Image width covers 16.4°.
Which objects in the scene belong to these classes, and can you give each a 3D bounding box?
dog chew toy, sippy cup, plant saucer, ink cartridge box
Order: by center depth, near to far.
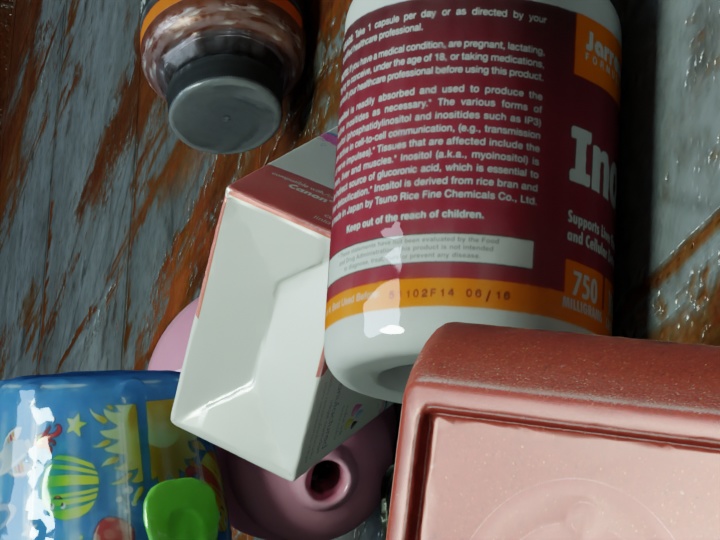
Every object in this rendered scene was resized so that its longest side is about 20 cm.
[{"bbox_3d":[0.071,0.119,0.765,0.199,0.037,0.201,4,86,45],"label":"plant saucer"},{"bbox_3d":[0.000,0.000,1.123,0.200,0.067,0.117,-35,-36,-59],"label":"ink cartridge box"},{"bbox_3d":[-0.117,0.112,1.137,0.139,0.177,0.131,-3,-89,-61],"label":"sippy cup"},{"bbox_3d":[-0.037,0.075,1.221,0.200,0.124,0.125,-142,61,-72],"label":"dog chew toy"}]

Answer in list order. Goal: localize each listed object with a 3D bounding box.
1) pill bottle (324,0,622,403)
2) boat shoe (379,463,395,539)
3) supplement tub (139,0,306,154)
[{"bbox_3d":[0.046,-0.053,0.984,0.113,0.112,0.201,139,136,-69],"label":"pill bottle"},{"bbox_3d":[0.019,0.157,1.076,0.201,0.067,0.072,-92,16,-44],"label":"boat shoe"},{"bbox_3d":[-0.087,-0.171,1.580,0.107,0.106,0.201,114,158,-47],"label":"supplement tub"}]
